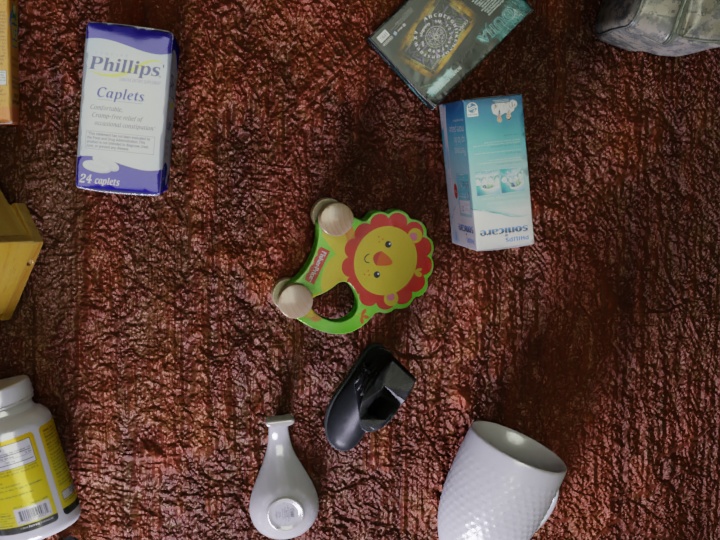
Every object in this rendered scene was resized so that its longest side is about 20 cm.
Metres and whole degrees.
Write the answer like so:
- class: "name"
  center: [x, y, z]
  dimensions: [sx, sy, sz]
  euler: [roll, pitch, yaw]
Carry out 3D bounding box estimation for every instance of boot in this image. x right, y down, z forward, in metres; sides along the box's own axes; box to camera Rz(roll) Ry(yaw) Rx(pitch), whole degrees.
- class: "boot"
  center: [0.009, 0.186, 1.440]
  dimensions: [0.066, 0.200, 0.165]
  euler: [22, 92, -10]

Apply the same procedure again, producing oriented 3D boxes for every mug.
- class: "mug"
  center: [0.206, 0.328, 1.527]
  dimensions: [0.200, 0.148, 0.176]
  euler: [16, 103, -40]

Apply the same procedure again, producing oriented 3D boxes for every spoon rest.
- class: "spoon rest"
  center: [-0.109, 0.288, 1.513]
  dimensions: [0.099, 0.061, 0.201]
  euler: [-3, 110, -7]

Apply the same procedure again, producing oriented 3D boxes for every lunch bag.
- class: "lunch bag"
  center: [0.430, -0.357, 1.456]
  dimensions: [0.167, 0.200, 0.140]
  euler: [20, 95, -7]

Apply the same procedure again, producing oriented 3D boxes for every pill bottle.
- class: "pill bottle"
  center: [-0.449, 0.246, 1.412]
  dimensions: [0.112, 0.112, 0.201]
  euler: [-16, 98, -7]

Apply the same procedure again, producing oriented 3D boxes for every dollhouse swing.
- class: "dollhouse swing"
  center: [-0.543, -0.044, 1.353]
  dimensions: [0.176, 0.200, 0.182]
  euler: [40, 114, 24]

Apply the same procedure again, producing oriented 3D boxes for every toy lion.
- class: "toy lion"
  center: [0.000, 0.000, 1.496]
  dimensions: [0.191, 0.069, 0.200]
  euler: [27, 91, -18]

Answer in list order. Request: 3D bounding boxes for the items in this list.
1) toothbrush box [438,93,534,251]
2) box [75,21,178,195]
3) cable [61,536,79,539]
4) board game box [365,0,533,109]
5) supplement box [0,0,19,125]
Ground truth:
- class: "toothbrush box"
  center: [0.170, -0.133, 1.462]
  dimensions: [0.085, 0.146, 0.201]
  euler: [-8, 98, -7]
- class: "box"
  center: [-0.291, -0.200, 1.362]
  dimensions: [0.105, 0.184, 0.201]
  euler: [4, 95, -8]
- class: "cable"
  center: [-0.385, 0.470, 1.500]
  dimensions: [0.097, 0.050, 0.200]
  euler: [-26, 87, 12]
- class: "board game box"
  center: [0.124, -0.340, 1.492]
  dimensions: [0.200, 0.028, 0.135]
  euler: [-44, 101, -3]
- class: "supplement box"
  center: [-0.477, -0.288, 1.384]
  dimensions: [0.069, 0.067, 0.201]
  euler: [-2, 97, -9]
